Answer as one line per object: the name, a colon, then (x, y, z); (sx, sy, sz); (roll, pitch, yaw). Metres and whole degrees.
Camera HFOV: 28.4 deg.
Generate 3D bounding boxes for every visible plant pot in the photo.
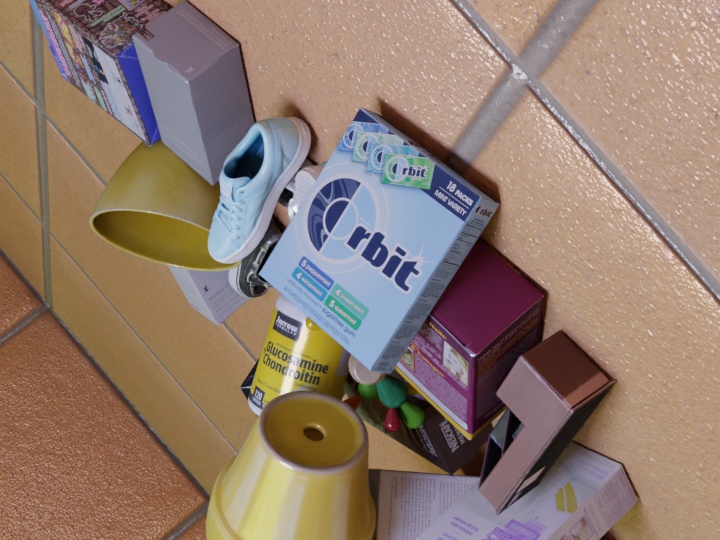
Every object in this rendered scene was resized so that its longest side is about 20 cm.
plant pot: (-0.232, -0.101, 1.825); (0.199, 0.143, 0.200); (11, 162, 4)
plant pot: (-0.070, 0.250, 1.651); (0.201, 0.200, 0.189); (40, 134, 28)

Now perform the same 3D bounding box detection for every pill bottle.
pill bottle: (-0.061, 0.090, 1.752); (0.112, 0.201, 0.112); (16, -170, -3)

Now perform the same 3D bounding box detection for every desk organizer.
desk organizer: (0.173, 0.158, 1.460); (0.077, 0.072, 0.200); (47, 140, 19)

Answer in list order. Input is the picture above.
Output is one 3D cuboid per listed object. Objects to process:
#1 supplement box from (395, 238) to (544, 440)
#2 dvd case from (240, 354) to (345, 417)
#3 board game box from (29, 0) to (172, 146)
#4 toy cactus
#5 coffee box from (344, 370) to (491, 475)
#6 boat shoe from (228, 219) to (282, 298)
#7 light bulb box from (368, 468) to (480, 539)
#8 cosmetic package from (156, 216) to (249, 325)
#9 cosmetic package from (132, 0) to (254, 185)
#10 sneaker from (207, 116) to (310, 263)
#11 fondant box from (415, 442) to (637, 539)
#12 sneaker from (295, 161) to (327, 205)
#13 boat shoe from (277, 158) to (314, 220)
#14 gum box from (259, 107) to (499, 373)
supplement box: (0.107, 0.065, 1.482); (0.131, 0.103, 0.200); (44, 160, 24)
dvd case: (-0.076, 0.142, 1.898); (0.025, 0.200, 0.151); (-6, 126, 34)
board game box: (-0.305, -0.280, 1.773); (0.200, 0.097, 0.160); (38, 157, 32)
toy cactus: (0.001, 0.105, 1.625); (0.201, 0.102, 0.165); (64, -178, -1)
coffee box: (0.061, 0.156, 1.781); (0.200, 0.080, 0.115); (25, 149, 50)
boat shoe: (-0.135, -0.007, 1.934); (0.064, 0.071, 0.200); (45, 158, 18)
light bulb box: (0.082, 0.322, 1.823); (0.198, 0.199, 0.125); (160, 115, -69)
cosmetic package: (-0.220, -0.038, 2.005); (0.081, 0.113, 0.200); (29, 153, 47)
cosmetic package: (-0.192, -0.207, 1.680); (0.107, 0.090, 0.200); (42, 156, 24)
sneaker: (-0.137, -0.094, 1.608); (0.074, 0.082, 0.200); (46, 118, 34)
fondant box: (0.181, 0.272, 1.548); (0.144, 0.200, 0.058); (19, 144, 54)
sneaker: (0.003, -0.027, 1.529); (0.074, 0.082, 0.201); (1, 113, 60)
boat shoe: (-0.054, -0.076, 1.635); (0.200, 0.067, 0.074); (34, 155, 39)
gum box: (0.014, -0.030, 1.394); (0.170, 0.200, 0.045); (40, -167, 29)
